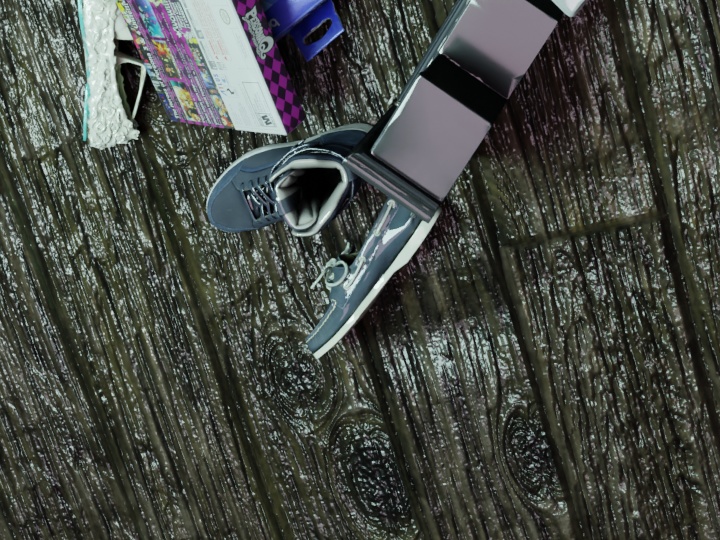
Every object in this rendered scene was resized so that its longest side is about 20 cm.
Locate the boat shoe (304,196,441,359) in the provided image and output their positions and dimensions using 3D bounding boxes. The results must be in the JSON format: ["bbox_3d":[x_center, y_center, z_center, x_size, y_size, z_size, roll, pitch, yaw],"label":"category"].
[{"bbox_3d":[0.000,0.000,1.434,0.062,0.075,0.201,37,114,-2],"label":"boat shoe"}]

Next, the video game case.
[{"bbox_3d":[-0.151,-0.223,1.342,0.180,0.036,0.202,11,133,45],"label":"video game case"}]

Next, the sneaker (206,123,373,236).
[{"bbox_3d":[-0.082,-0.072,1.392,0.201,0.146,0.078,-22,105,23],"label":"sneaker"}]

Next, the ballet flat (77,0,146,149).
[{"bbox_3d":[-0.242,-0.216,1.431,0.071,0.072,0.202,10,118,12],"label":"ballet flat"}]

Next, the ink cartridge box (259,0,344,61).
[{"bbox_3d":[-0.088,-0.293,1.349,0.136,0.076,0.201,-35,99,24],"label":"ink cartridge box"}]

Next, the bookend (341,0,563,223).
[{"bbox_3d":[0.092,-0.173,1.274,0.092,0.200,0.200,33,116,1],"label":"bookend"}]

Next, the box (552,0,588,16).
[{"bbox_3d":[0.174,-0.358,1.195,0.199,0.171,0.200,41,116,-2],"label":"box"}]
